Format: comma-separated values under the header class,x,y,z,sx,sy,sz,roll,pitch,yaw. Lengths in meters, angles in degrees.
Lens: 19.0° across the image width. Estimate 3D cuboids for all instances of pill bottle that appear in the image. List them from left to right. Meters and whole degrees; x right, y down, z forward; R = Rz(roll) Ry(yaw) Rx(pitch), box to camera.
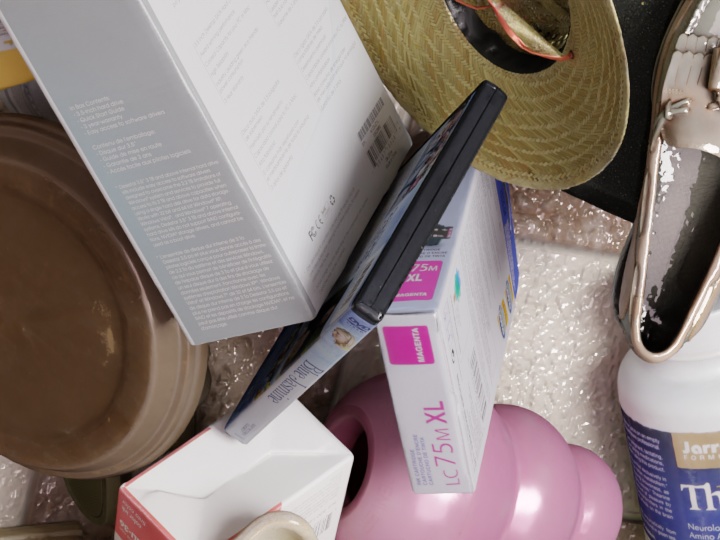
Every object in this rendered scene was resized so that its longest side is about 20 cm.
class,x,y,z,sx,sy,sz,roll,pitch,yaw
pill bottle,0.214,0.096,1.290,0.110,0.111,0.202,-19,115,-11

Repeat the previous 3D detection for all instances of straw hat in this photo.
class,x,y,z,sx,sy,sz,roll,pitch,yaw
straw hat,0.080,-0.144,1.030,0.085,0.200,0.202,-40,120,-29

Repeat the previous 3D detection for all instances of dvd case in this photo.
class,x,y,z,sx,sy,sz,roll,pitch,yaw
dvd case,0.000,0.000,1.073,0.017,0.200,0.143,34,61,-6

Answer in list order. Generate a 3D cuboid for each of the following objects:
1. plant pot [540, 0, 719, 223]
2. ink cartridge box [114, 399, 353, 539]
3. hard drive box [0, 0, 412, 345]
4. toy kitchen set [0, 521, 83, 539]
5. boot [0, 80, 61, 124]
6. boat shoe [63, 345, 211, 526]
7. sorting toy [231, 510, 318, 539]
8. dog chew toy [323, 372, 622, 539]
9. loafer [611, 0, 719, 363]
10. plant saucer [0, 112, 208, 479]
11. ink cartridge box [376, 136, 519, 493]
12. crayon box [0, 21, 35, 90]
class,x,y,z,sx,sy,sz,roll,pitch,yaw
plant pot,0.177,-0.120,1.160,0.176,0.200,0.202,6,109,-7
ink cartridge box,-0.078,0.169,1.192,0.116,0.067,0.201,-32,151,-33
hard drive box,-0.069,-0.094,1.028,0.076,0.156,0.201,-12,119,30
toy kitchen set,-0.228,0.136,1.120,0.198,0.163,0.182,-4,111,-18
boot,-0.102,-0.056,1.128,0.199,0.096,0.074,35,96,-27
boat shoe,-0.120,0.049,1.163,0.068,0.075,0.201,-22,143,-32
sorting toy,-0.088,0.227,1.134,0.200,0.036,0.185,-39,152,-11
dog chew toy,0.070,0.129,1.252,0.199,0.124,0.125,15,105,-33
loafer,0.170,-0.049,1.056,0.071,0.063,0.202,13,108,4
plant saucer,-0.168,0.019,1.098,0.029,0.199,0.202,-38,130,-54
ink cartridge box,0.051,0.011,1.166,0.042,0.201,0.120,-1,125,17
crayon box,-0.160,-0.204,1.076,0.125,0.052,0.202,-18,114,-12
